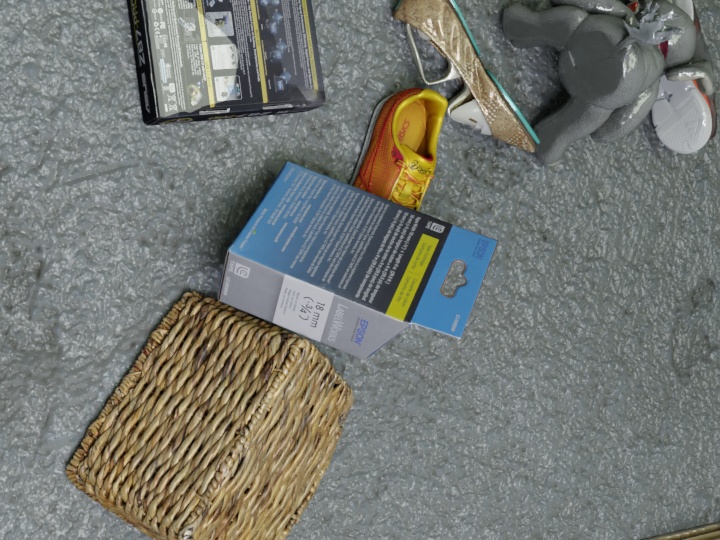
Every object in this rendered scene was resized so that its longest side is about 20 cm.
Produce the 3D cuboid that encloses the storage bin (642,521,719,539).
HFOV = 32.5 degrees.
[{"bbox_3d":[0.378,0.374,1.285,0.198,0.094,0.201,-6,90,-28],"label":"storage bin"}]

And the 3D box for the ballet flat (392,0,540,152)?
[{"bbox_3d":[0.097,-0.186,1.192,0.065,0.071,0.200,-34,101,4],"label":"ballet flat"}]

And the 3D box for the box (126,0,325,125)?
[{"bbox_3d":[-0.122,-0.234,1.082,0.161,0.049,0.201,-10,92,-25],"label":"box"}]

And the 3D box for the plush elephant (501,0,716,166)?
[{"bbox_3d":[0.262,-0.217,1.223,0.155,0.200,0.165,-19,89,-45],"label":"plush elephant"}]

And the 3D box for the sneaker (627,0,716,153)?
[{"bbox_3d":[0.336,-0.224,1.316,0.082,0.077,0.201,-13,95,-54],"label":"sneaker"}]

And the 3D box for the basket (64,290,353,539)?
[{"bbox_3d":[-0.120,0.143,1.058,0.200,0.149,0.143,-60,145,-17],"label":"basket"}]

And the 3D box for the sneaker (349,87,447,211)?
[{"bbox_3d":[0.028,-0.075,1.136,0.073,0.077,0.201,14,83,-27],"label":"sneaker"}]

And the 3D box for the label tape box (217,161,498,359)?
[{"bbox_3d":[0.000,0.000,1.043,0.200,0.063,0.144,22,40,6],"label":"label tape box"}]
